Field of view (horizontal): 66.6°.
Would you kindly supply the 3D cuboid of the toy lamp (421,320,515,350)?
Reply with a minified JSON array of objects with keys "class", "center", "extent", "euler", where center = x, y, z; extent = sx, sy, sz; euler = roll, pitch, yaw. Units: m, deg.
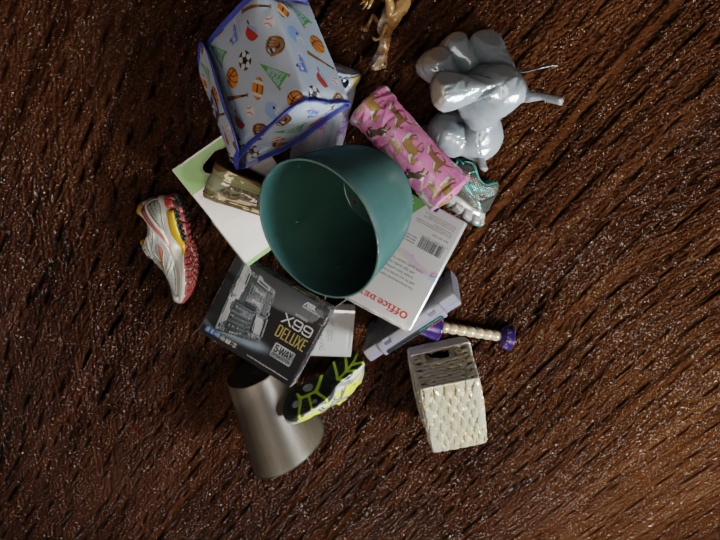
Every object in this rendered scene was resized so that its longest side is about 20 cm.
[{"class":"toy lamp","center":[0.204,0.120,1.085],"extent":[0.198,0.058,0.059],"euler":[12,119,-9]}]

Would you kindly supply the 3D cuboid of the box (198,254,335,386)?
[{"class":"box","center":[-0.167,0.087,0.984],"extent":[0.199,0.050,0.158],"euler":[30,98,7]}]

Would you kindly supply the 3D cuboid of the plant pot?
[{"class":"plant pot","center":[-0.017,-0.086,0.785],"extent":[0.200,0.161,0.202],"euler":[19,126,28]}]

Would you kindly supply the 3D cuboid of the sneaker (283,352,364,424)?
[{"class":"sneaker","center":[-0.063,0.247,1.088],"extent":[0.199,0.075,0.077],"euler":[-31,130,-29]}]

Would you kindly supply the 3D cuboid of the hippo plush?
[{"class":"hippo plush","center":[0.178,-0.256,0.839],"extent":[0.198,0.160,0.161],"euler":[5,147,2]}]

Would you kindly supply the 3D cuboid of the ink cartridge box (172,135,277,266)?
[{"class":"ink cartridge box","center":[-0.189,-0.127,0.903],"extent":[0.145,0.048,0.201],"euler":[-36,116,-4]}]

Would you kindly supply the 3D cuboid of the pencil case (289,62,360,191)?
[{"class":"pencil case","center":[-0.059,-0.221,0.852],"extent":[0.083,0.091,0.201],"euler":[-12,131,-40]}]

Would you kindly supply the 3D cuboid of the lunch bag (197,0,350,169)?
[{"class":"lunch bag","center":[-0.142,-0.257,0.767],"extent":[0.199,0.124,0.171],"euler":[-23,86,38]}]

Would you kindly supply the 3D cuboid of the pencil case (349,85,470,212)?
[{"class":"pencil case","center":[0.073,-0.184,0.822],"extent":[0.200,0.083,0.087],"euler":[47,153,-1]}]

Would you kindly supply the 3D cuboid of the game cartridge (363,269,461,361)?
[{"class":"game cartridge","center":[0.095,0.084,1.015],"extent":[0.199,0.130,0.038],"euler":[-35,107,17]}]

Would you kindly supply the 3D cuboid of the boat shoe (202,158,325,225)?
[{"class":"boat shoe","center":[-0.147,-0.106,0.866],"extent":[0.199,0.073,0.063],"euler":[25,107,-22]}]

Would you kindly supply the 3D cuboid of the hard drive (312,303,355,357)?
[{"class":"hard drive","center":[-0.114,0.115,1.071],"extent":[0.198,0.027,0.133],"euler":[2,130,-4]}]

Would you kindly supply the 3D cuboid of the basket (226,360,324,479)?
[{"class":"basket","center":[-0.181,0.284,1.113],"extent":[0.135,0.180,0.201],"euler":[4,123,45]}]

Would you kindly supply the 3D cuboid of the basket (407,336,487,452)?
[{"class":"basket","center":[0.180,0.258,1.125],"extent":[0.135,0.124,0.201],"euler":[-12,119,3]}]

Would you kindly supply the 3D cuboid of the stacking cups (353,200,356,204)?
[{"class":"stacking cups","center":[-0.049,-0.077,0.959],"extent":[0.060,0.061,0.201],"euler":[24,113,-16]}]

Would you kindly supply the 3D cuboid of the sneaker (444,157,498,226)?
[{"class":"sneaker","center":[0.150,-0.160,0.920],"extent":[0.199,0.078,0.091],"euler":[32,98,-23]}]

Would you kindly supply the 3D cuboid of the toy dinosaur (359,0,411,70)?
[{"class":"toy dinosaur","center":[0.054,-0.392,0.788],"extent":[0.106,0.061,0.200],"euler":[12,128,-38]}]

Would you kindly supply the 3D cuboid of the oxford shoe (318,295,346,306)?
[{"class":"oxford shoe","center":[0.000,0.000,0.994],"extent":[0.071,0.073,0.200],"euler":[35,112,-21]}]

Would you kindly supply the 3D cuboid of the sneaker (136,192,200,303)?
[{"class":"sneaker","center":[-0.335,-0.036,0.962],"extent":[0.081,0.078,0.201],"euler":[-3,111,4]}]

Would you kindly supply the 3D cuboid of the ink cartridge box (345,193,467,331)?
[{"class":"ink cartridge box","center":[0.064,-0.021,0.915],"extent":[0.144,0.084,0.201],"euler":[28,91,3]}]
